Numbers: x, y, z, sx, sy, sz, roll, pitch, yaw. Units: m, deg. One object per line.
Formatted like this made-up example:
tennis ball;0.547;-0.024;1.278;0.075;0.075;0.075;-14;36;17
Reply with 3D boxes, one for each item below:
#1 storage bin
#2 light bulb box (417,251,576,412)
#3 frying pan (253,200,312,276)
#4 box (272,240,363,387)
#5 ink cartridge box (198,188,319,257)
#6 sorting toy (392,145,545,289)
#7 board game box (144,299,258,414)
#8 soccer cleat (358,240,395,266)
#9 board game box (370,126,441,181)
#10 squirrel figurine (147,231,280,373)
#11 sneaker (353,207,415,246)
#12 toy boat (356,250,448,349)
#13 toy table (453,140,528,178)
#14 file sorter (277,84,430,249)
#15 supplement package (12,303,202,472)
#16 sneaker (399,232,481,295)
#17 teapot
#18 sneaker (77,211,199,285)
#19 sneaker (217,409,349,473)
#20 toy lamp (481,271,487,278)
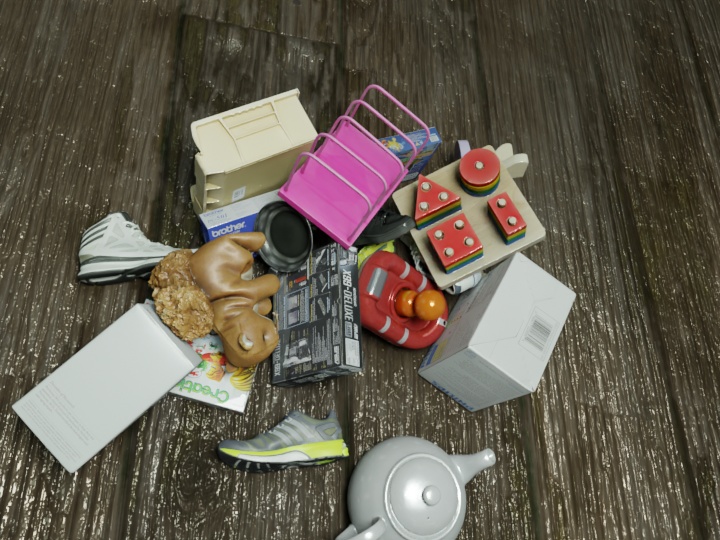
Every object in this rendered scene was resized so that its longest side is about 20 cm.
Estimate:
storage bin;-0.186;-0.177;0.961;0.197;0.200;0.094;-26;79;-24
light bulb box;0.222;0.108;0.963;0.124;0.200;0.199;36;63;-1
frying pan;-0.121;-0.019;0.933;0.031;0.114;0.192;-28;121;-58
box;-0.073;0.072;0.916;0.050;0.157;0.202;20;58;-45
ink cartridge box;-0.166;-0.078;0.980;0.199;0.095;0.044;-22;48;-23
sorting toy;0.177;-0.104;0.977;0.199;0.070;0.200;-26;67;3
board game box;-0.260;0.135;0.901;0.198;0.035;0.127;18;65;-9
soccer cleat;0.000;0.000;1.016;0.083;0.065;0.201;29;64;-8
board game box;0.038;-0.196;1.070;0.198;0.135;0.035;-17;74;-23
squirrel figurine;-0.213;0.057;0.855;0.199;0.141;0.188;-2;63;-38
sneaker;0.001;-0.101;1.006;0.060;0.199;0.105;-35;108;-38
toy boat;0.084;0.055;0.952;0.199;0.130;0.132;33;71;-41
toy table;0.244;-0.158;1.107;0.116;0.184;0.202;-1;77;1
file sorter;-0.004;-0.167;0.889;0.139;0.126;0.200;38;57;-2
supplement package;-0.336;0.152;0.792;0.200;0.117;0.118;-41;93;-10
sneaker;0.123;-0.032;1.034;0.070;0.073;0.200;-28;52;-33
teapot;0.076;0.339;0.856;0.196;0.146;0.202;22;65;-7
sneaker;-0.348;-0.047;0.927;0.198;0.076;0.116;-5;72;-16
sneaker;-0.118;0.259;0.881;0.198;0.074;0.082;3;58;-22
toy lamp;0.211;-0.004;1.087;0.199;0.058;0.058;38;63;0
